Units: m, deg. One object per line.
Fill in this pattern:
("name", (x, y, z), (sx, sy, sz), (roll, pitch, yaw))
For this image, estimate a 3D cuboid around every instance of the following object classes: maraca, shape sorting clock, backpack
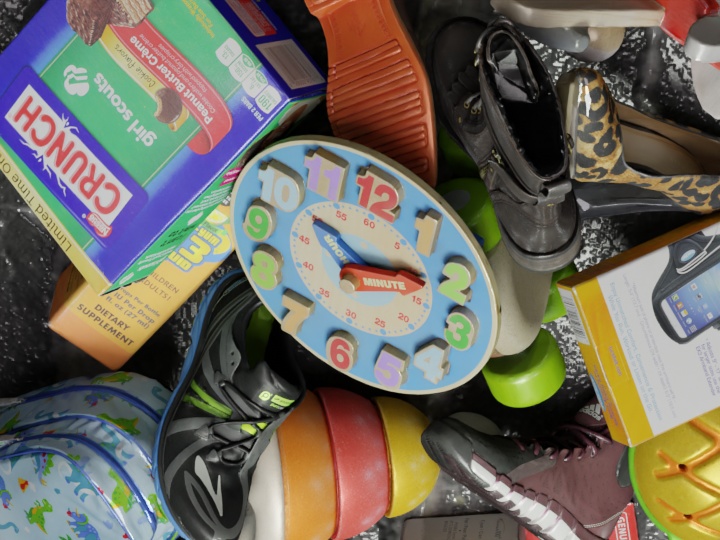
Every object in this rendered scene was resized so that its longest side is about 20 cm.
("maraca", (0.261, 0.150, 1.809), (0.137, 0.107, 0.200), (-6, 118, 7))
("shape sorting clock", (0.000, 0.000, 1.633), (0.200, 0.039, 0.200), (20, 132, 24))
("backpack", (-0.193, 0.152, 1.809), (0.200, 0.154, 0.163), (-22, 101, 27))

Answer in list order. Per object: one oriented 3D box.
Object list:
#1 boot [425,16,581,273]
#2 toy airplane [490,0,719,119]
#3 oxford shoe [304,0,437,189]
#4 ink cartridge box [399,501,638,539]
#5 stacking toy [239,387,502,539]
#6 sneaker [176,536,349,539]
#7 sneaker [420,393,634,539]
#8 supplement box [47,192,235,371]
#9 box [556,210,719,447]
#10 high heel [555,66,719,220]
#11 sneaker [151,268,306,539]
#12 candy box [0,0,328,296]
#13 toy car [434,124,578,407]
("boot", (0.090, -0.104, 1.540), (0.069, 0.200, 0.174), (-23, 156, -4))
("toy airplane", (0.177, -0.171, 1.581), (0.200, 0.199, 0.141), (30, 133, -12))
("oxford shoe", (0.015, -0.137, 1.642), (0.071, 0.073, 0.200), (-14, 89, 21))
("ink cartridge box", (0.131, 0.273, 1.932), (0.176, 0.045, 0.200), (-6, 120, 10))
("stacking toy", (0.006, 0.137, 1.836), (0.200, 0.146, 0.146), (-5, 122, -13))
("sneaker", (-0.111, 0.220, 1.896), (0.200, 0.091, 0.076), (-4, 122, 9))
("sneaker", (0.131, 0.122, 1.807), (0.200, 0.076, 0.116), (38, 83, -42))
("supplement box", (-0.132, -0.024, 1.768), (0.067, 0.069, 0.200), (36, 114, -17))
("box", (0.243, 0.025, 1.724), (0.200, 0.041, 0.119), (-23, 101, -15))
("high heel", (0.199, -0.092, 1.655), (0.142, 0.072, 0.200), (-8, 157, 4))
("sneaker", (-0.085, 0.093, 1.725), (0.071, 0.200, 0.083), (23, 164, -38))
("candy box", (-0.145, -0.113, 1.673), (0.200, 0.077, 0.169), (-45, 79, 26))
("toy car", (0.029, -0.003, 1.728), (0.200, 0.158, 0.164), (-8, 130, 23))
